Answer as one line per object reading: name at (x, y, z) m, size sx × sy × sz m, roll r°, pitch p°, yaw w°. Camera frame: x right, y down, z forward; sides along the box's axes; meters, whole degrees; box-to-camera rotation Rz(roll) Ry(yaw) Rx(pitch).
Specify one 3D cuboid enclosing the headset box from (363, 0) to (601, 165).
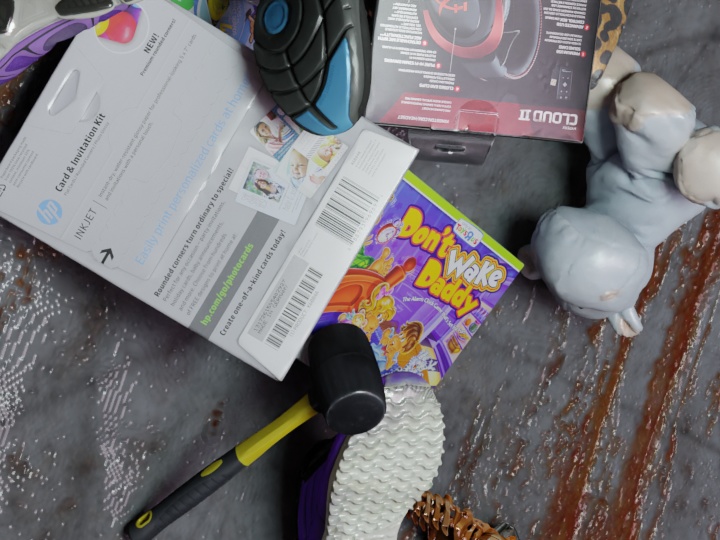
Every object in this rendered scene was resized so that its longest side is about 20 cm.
headset box at (0.066, -0.164, 1.199) m, size 0.148 × 0.075 × 0.200 m, roll 3°, pitch 99°, yaw -20°

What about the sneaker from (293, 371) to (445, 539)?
sneaker at (-0.007, 0.132, 1.265) m, size 0.069 × 0.100 × 0.200 m, roll 1°, pitch 125°, yaw -23°

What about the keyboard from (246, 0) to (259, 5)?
keyboard at (-0.026, -0.249, 1.191) m, size 0.056 × 0.011 × 0.200 m, roll 18°, pitch 79°, yaw -38°

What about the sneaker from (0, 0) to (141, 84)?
sneaker at (-0.175, -0.154, 1.075) m, size 0.200 × 0.083 × 0.081 m, roll -29°, pitch 87°, yaw -6°

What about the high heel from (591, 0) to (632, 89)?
high heel at (0.193, -0.191, 1.320) m, size 0.200 × 0.071 × 0.143 m, roll -10°, pitch 71°, yaw -23°

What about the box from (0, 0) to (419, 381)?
box at (-0.091, -0.054, 1.124) m, size 0.200 × 0.041 × 0.156 m, roll 30°, pitch 89°, yaw -4°

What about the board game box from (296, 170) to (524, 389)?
board game box at (0.000, 0.000, 1.233) m, size 0.135 × 0.045 × 0.200 m, roll -54°, pitch 136°, yaw 0°

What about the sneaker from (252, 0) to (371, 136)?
sneaker at (-0.019, -0.164, 1.111) m, size 0.082 × 0.073 × 0.200 m, roll 16°, pitch 54°, yaw -48°

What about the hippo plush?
hippo plush at (0.168, -0.054, 1.358) m, size 0.161 × 0.159 × 0.200 m, roll -51°, pitch 171°, yaw 6°

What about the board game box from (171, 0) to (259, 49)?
board game box at (-0.066, -0.090, 1.213) m, size 0.135 × 0.034 × 0.200 m, roll -13°, pitch 110°, yaw -34°

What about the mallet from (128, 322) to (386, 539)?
mallet at (-0.068, 0.102, 1.210) m, size 0.200 × 0.066 × 0.041 m, roll -32°, pitch 131°, yaw 25°

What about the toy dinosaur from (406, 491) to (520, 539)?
toy dinosaur at (0.066, 0.221, 1.378) m, size 0.200 × 0.102 × 0.136 m, roll 44°, pitch 59°, yaw -17°
